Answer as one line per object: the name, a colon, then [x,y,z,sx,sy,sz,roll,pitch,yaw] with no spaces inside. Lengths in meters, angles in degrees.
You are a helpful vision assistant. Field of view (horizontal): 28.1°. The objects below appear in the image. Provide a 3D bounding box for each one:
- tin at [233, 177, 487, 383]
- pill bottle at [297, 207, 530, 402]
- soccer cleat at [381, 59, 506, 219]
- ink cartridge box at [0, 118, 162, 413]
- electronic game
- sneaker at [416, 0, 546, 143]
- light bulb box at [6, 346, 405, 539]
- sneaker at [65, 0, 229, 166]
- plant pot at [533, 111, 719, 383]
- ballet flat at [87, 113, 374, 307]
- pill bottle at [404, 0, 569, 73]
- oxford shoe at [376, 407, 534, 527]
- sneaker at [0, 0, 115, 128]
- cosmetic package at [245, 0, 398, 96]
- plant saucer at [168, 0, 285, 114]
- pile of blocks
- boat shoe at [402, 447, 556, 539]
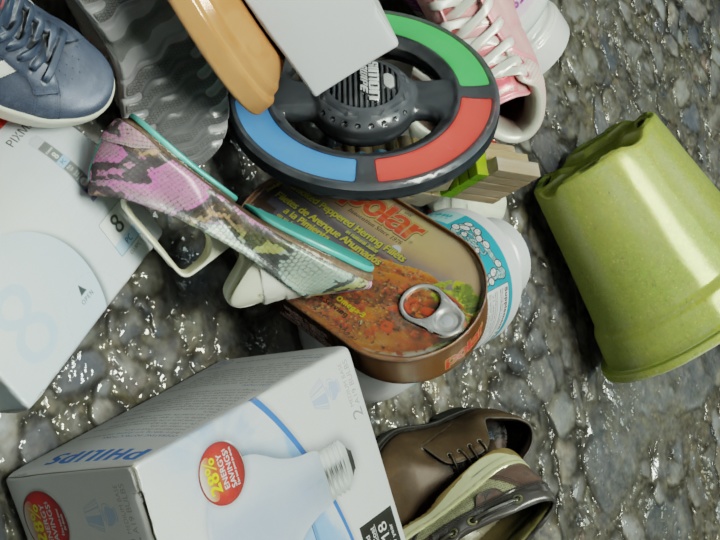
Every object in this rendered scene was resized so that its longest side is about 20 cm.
tin: [0.000,0.000,0.980,0.112,0.199,0.042,-45,148,-18]
pill bottle: [0.050,0.018,1.099,0.199,0.110,0.112,-25,100,-48]
soccer cleat: [0.068,-0.098,1.167,0.200,0.077,0.070,41,54,-36]
ink cartridge box: [-0.223,-0.042,0.852,0.201,0.047,0.161,56,46,-26]
electronic game: [0.002,-0.123,1.031,0.201,0.198,0.042,-55,157,-39]
sneaker: [0.092,-0.186,1.111,0.105,0.075,0.201,-99,164,-55]
light bulb box: [-0.083,0.176,0.905,0.199,0.124,0.201,-27,102,-48]
sneaker: [-0.144,-0.157,0.946,0.074,0.082,0.202,-26,125,-10]
plant pot: [0.257,-0.032,1.302,0.185,0.199,0.200,55,46,-9]
ballet flat: [-0.086,-0.022,0.914,0.199,0.069,0.072,31,90,-21]
pill bottle: [0.089,-0.248,1.198,0.200,0.111,0.113,45,52,-32]
oxford shoe: [0.065,0.150,1.108,0.199,0.084,0.074,-28,104,-46]
sneaker: [-0.219,-0.151,0.827,0.198,0.084,0.076,26,58,-31]
cosmetic package: [-0.050,-0.226,0.983,0.102,0.071,0.201,51,12,-45]
plant saucer: [-0.103,-0.199,0.944,0.202,0.037,0.200,61,7,-13]
pile of blocks: [0.034,-0.089,1.081,0.197,0.082,0.063,-5,72,-15]
boat shoe: [0.061,0.217,1.047,0.200,0.065,0.073,-48,128,-8]
